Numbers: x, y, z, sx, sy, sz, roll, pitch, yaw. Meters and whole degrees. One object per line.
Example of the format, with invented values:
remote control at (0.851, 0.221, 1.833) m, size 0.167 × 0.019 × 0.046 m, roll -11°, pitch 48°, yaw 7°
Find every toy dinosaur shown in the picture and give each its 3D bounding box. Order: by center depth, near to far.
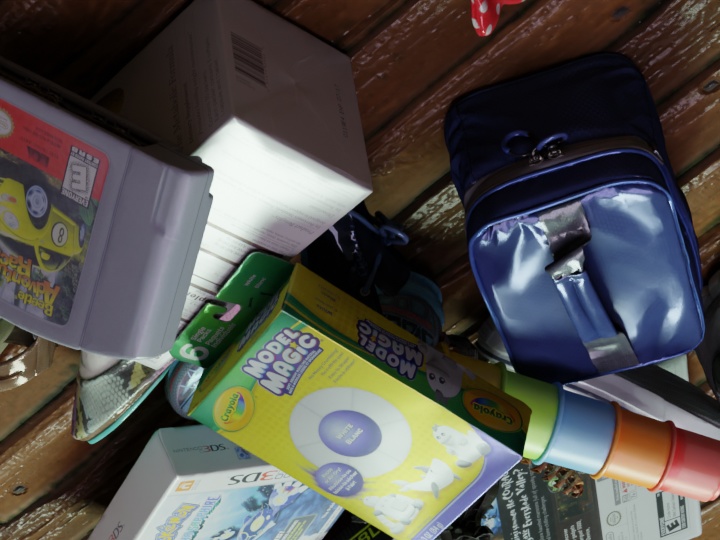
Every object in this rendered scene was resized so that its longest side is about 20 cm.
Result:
toy dinosaur at (0.059, 0.113, 1.470) m, size 0.102 × 0.200 × 0.137 m, roll 17°, pitch 91°, yaw -27°

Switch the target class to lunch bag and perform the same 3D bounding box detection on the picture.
lunch bag at (0.135, -0.026, 1.371) m, size 0.135 × 0.133 × 0.200 m, roll -18°, pitch 139°, yaw 9°

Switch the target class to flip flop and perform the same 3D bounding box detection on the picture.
flip flop at (-0.228, 0.053, 1.421) m, size 0.058 × 0.081 × 0.200 m, roll 43°, pitch 131°, yaw 3°

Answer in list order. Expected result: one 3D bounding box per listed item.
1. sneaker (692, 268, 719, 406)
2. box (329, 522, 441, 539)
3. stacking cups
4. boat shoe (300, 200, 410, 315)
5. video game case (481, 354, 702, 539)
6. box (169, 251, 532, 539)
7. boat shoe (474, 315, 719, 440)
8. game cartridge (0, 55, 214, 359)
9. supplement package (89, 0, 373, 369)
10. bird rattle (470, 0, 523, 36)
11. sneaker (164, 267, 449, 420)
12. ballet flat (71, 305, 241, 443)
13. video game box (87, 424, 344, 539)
sneaker at (0.281, 0.023, 1.468) m, size 0.074 × 0.116 × 0.201 m, roll 4°, pitch 138°, yaw -15°
box at (0.051, 0.247, 1.697) m, size 0.193 × 0.048 × 0.200 m, roll -41°, pitch 133°, yaw 6°
stacking cups at (0.135, 0.096, 1.394) m, size 0.198 × 0.061 × 0.061 m, roll 14°, pitch 135°, yaw -11°
boat shoe at (0.000, 0.000, 1.388) m, size 0.068 × 0.084 × 0.201 m, roll -3°, pitch 116°, yaw 5°
video game case at (0.158, 0.152, 1.621) m, size 0.181 × 0.023 × 0.201 m, roll -19°, pitch 133°, yaw -7°
box at (-0.011, 0.077, 1.321) m, size 0.199 × 0.049 × 0.117 m, roll 33°, pitch 129°, yaw -12°
boat shoe at (0.167, 0.091, 1.525) m, size 0.199 × 0.072 × 0.062 m, roll 23°, pitch 107°, yaw -1°
game cartridge at (-0.179, -0.035, 1.250) m, size 0.041 × 0.199 × 0.134 m, roll -23°, pitch 134°, yaw -55°
supplement package at (-0.104, -0.051, 1.309) m, size 0.109 × 0.114 × 0.200 m, roll 26°, pitch 128°, yaw -36°
bird rattle at (0.128, -0.213, 1.187) m, size 0.162 × 0.113 × 0.201 m, roll -13°, pitch 145°, yaw -22°
sneaker at (-0.039, 0.065, 1.468) m, size 0.199 × 0.096 × 0.079 m, roll -20°, pitch 137°, yaw 12°
ballet flat at (-0.134, 0.034, 1.447) m, size 0.200 × 0.069 × 0.071 m, roll -37°, pitch 114°, yaw 23°
video game box at (-0.099, 0.177, 1.586) m, size 0.181 × 0.047 × 0.200 m, roll -2°, pitch 142°, yaw -35°
